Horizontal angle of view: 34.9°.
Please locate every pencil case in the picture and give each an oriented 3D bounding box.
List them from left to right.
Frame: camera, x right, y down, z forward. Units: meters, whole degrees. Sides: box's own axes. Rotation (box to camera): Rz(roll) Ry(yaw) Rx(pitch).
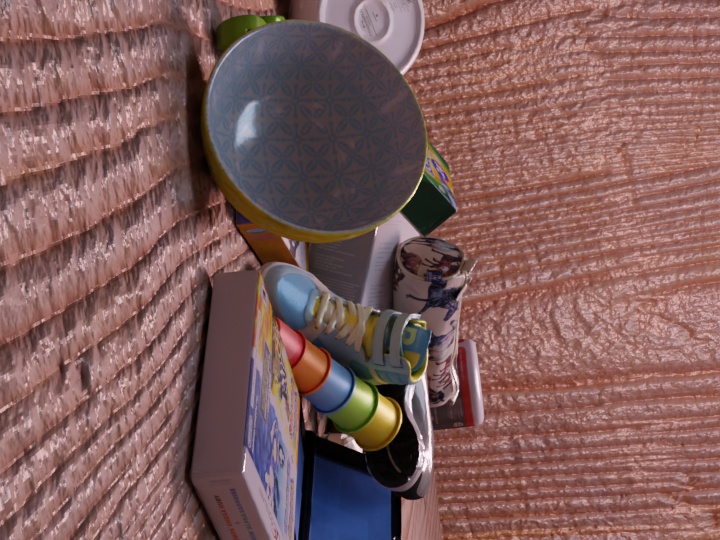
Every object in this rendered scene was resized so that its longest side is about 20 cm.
[{"bbox_3d":[0.080,0.063,1.306,0.078,0.089,0.201,-40,141,-43],"label":"pencil case"}]

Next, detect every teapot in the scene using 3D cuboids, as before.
[{"bbox_3d":[-0.023,-0.332,1.525,0.146,0.197,0.201,15,-87,58],"label":"teapot"}]

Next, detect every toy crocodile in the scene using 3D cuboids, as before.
[{"bbox_3d":[-0.099,-0.210,1.142,0.200,0.061,0.068,-35,120,-87],"label":"toy crocodile"}]

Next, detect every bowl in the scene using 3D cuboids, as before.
[{"bbox_3d":[-0.053,-0.106,1.005,0.108,0.199,0.201,139,-49,-61],"label":"bowl"}]

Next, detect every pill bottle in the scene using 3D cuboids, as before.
[{"bbox_3d":[0.059,0.157,1.517,0.116,0.199,0.116,-7,90,-83],"label":"pill bottle"}]

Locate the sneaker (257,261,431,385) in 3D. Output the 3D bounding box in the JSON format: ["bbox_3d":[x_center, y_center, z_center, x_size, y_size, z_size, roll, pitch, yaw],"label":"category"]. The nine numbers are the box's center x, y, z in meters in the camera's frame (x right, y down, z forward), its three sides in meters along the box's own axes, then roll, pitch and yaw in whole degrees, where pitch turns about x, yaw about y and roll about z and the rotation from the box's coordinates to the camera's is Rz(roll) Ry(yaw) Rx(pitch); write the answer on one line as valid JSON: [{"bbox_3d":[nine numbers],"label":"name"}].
[{"bbox_3d":[-0.006,0.050,1.120,0.200,0.130,0.080,39,59,-41],"label":"sneaker"}]

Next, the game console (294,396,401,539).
[{"bbox_3d":[-0.020,0.213,1.115,0.200,0.118,0.173,-89,176,-51],"label":"game console"}]

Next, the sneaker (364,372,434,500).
[{"bbox_3d":[0.041,0.151,1.221,0.079,0.074,0.201,54,29,-49],"label":"sneaker"}]

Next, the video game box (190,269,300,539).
[{"bbox_3d":[-0.088,0.134,0.940,0.183,0.047,0.201,81,7,-47],"label":"video game box"}]

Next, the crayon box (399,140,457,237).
[{"bbox_3d":[0.018,-0.142,1.204,0.200,0.052,0.126,45,19,-21],"label":"crayon box"}]

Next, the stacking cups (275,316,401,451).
[{"bbox_3d":[-0.039,0.110,1.097,0.200,0.060,0.061,39,38,-42],"label":"stacking cups"}]

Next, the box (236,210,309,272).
[{"bbox_3d":[-0.090,-0.074,1.146,0.200,0.041,0.120,61,24,-68],"label":"box"}]

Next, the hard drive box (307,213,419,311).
[{"bbox_3d":[0.000,0.000,1.291,0.156,0.077,0.201,-2,106,-69],"label":"hard drive box"}]

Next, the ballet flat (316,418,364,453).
[{"bbox_3d":[-0.022,0.189,1.385,0.068,0.068,0.201,37,50,-60],"label":"ballet flat"}]
